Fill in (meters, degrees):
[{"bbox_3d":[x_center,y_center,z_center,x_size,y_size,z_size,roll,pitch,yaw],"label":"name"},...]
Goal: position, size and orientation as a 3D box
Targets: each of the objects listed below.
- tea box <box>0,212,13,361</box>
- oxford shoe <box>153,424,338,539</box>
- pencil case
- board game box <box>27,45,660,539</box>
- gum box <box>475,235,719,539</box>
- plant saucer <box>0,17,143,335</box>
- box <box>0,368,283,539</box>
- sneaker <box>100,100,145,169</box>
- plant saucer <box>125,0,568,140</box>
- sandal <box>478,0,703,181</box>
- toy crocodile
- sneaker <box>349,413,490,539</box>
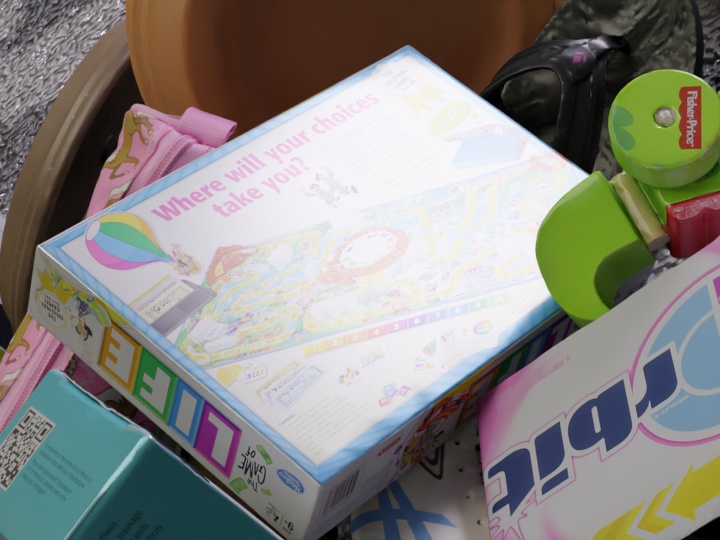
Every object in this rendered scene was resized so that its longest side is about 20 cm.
[{"bbox_3d":[-0.254,0.089,1.047,0.200,0.134,0.197,-23,37,39],"label":"tea box"},{"bbox_3d":[-0.039,0.094,0.748,0.073,0.084,0.201,95,179,-78],"label":"oxford shoe"},{"bbox_3d":[-0.103,0.030,0.813,0.201,0.083,0.086,-59,25,-6],"label":"pencil case"},{"bbox_3d":[0.000,0.000,0.735,0.200,0.134,0.034,-32,-29,-39],"label":"board game box"},{"bbox_3d":[0.135,0.044,0.634,0.200,0.066,0.114,-36,30,22],"label":"gum box"},{"bbox_3d":[-0.118,-0.044,0.995,0.201,0.029,0.200,-59,-14,-24],"label":"plant saucer"},{"bbox_3d":[-0.026,0.114,0.632,0.049,0.200,0.082,-52,29,-9],"label":"box"},{"bbox_3d":[-0.087,-0.026,0.942,0.074,0.087,0.201,31,110,22],"label":"sneaker"},{"bbox_3d":[0.002,-0.104,0.856,0.200,0.200,0.037,-43,23,9],"label":"plant saucer"},{"bbox_3d":[0.063,-0.041,0.829,0.201,0.048,0.075,-48,68,12],"label":"sandal"},{"bbox_3d":[0.148,-0.046,0.704,0.199,0.068,0.062,-28,63,-3],"label":"toy crocodile"},{"bbox_3d":[0.035,0.077,0.727,0.073,0.072,0.200,-48,29,14],"label":"sneaker"}]
